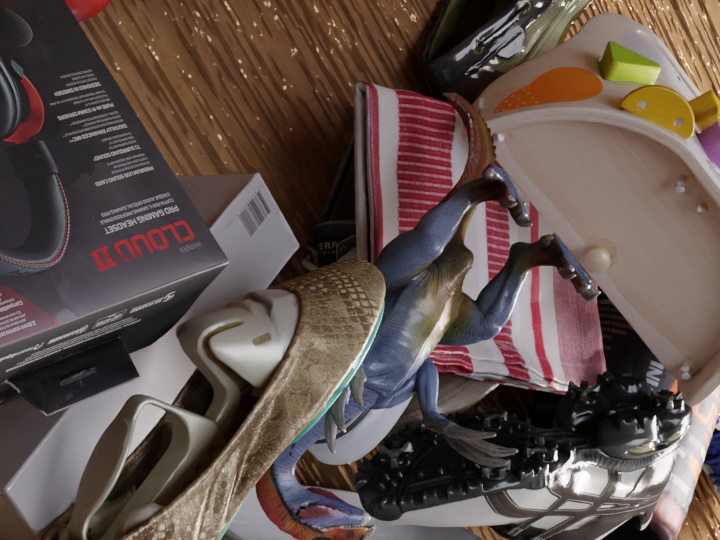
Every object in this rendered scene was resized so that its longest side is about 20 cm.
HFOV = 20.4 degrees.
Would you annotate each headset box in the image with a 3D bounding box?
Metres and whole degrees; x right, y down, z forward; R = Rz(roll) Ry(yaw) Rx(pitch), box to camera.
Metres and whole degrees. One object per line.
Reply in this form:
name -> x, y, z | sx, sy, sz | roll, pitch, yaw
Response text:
headset box -> -0.159, -0.031, 0.797 | 0.148, 0.075, 0.200 | -21, 74, -45

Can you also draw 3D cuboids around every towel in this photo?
towel -> 0.067, -0.013, 1.053 | 0.200, 0.023, 0.145 | 12, 71, -49

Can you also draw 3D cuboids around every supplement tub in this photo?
supplement tub -> 0.165, 0.055, 1.179 | 0.107, 0.107, 0.201 | 38, 65, -40

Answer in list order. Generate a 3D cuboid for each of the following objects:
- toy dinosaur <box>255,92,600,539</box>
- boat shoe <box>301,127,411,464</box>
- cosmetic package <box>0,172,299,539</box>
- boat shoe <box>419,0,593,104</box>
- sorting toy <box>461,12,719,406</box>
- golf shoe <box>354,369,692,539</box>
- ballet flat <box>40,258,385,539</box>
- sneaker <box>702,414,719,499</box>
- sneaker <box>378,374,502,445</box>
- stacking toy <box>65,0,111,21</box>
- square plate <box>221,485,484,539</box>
toy dinosaur -> 0.021, 0.040, 0.942 | 0.105, 0.181, 0.200 | 46, 14, -25
boat shoe -> 0.000, 0.000, 1.034 | 0.068, 0.072, 0.201 | 42, 56, -40
cosmetic package -> -0.115, 0.038, 0.899 | 0.200, 0.082, 0.051 | -54, 130, -33
boat shoe -> 0.094, -0.171, 1.142 | 0.065, 0.073, 0.201 | 49, 55, -41
sorting toy -> 0.165, -0.064, 1.097 | 0.200, 0.107, 0.180 | 49, 27, -17
golf shoe -> 0.087, 0.118, 1.031 | 0.199, 0.078, 0.095 | -9, 116, -29
ballet flat -> -0.062, 0.060, 0.833 | 0.065, 0.070, 0.200 | 48, 65, -32
sneaker -> 0.224, 0.096, 1.278 | 0.115, 0.080, 0.200 | -18, 95, -43
sneaker -> 0.053, 0.023, 1.109 | 0.200, 0.070, 0.076 | -39, 100, -47
stacking toy -> -0.086, -0.170, 0.953 | 0.200, 0.085, 0.086 | -31, 111, -36
square plate -> 0.021, 0.155, 0.965 | 0.198, 0.200, 0.029 | 13, 101, -44
